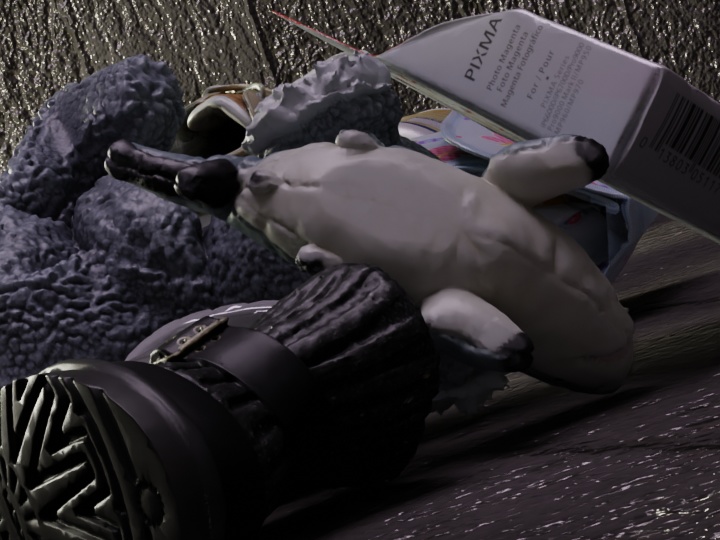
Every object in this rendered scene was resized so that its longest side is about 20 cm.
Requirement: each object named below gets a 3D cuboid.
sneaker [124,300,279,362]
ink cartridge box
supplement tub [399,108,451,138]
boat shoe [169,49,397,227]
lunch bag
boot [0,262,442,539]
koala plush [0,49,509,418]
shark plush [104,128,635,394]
[{"bbox_3d":[-0.090,0.077,0.904,0.200,0.075,0.082,-25,15,7],"label":"sneaker"},{"bbox_3d":[0.084,-0.065,0.984,0.162,0.057,0.200,24,8,-47],"label":"ink cartridge box"},{"bbox_3d":[0.057,-0.058,2.042,0.144,0.145,0.200,-18,2,22],"label":"supplement tub"},{"bbox_3d":[-0.051,-0.056,1.180,0.075,0.068,0.200,-6,31,41],"label":"boat shoe"},{"bbox_3d":[0.055,-0.021,1.265,0.200,0.127,0.170,-15,9,16],"label":"lunch bag"},{"bbox_3d":[-0.036,0.049,0.763,0.158,0.080,0.211,-19,2,-24],"label":"boot"},{"bbox_3d":[-0.040,0.005,0.994,0.200,0.178,0.184,-16,23,26],"label":"koala plush"},{"bbox_3d":[0.000,0.000,0.883,0.200,0.091,0.083,7,-23,7],"label":"shark plush"}]
